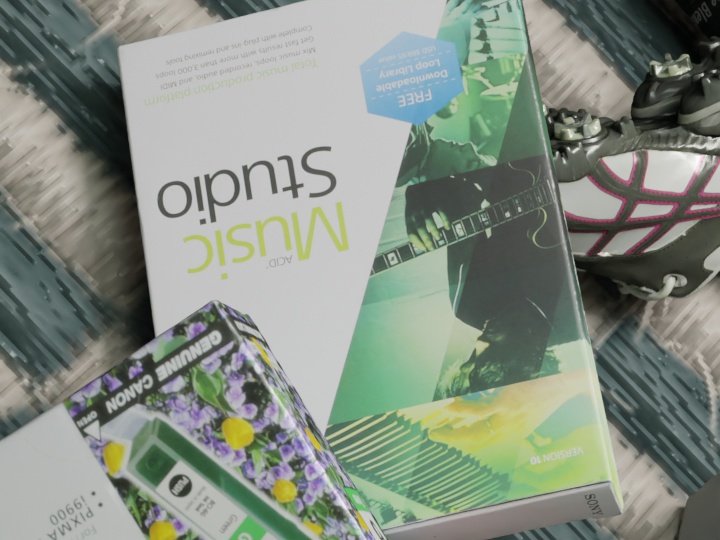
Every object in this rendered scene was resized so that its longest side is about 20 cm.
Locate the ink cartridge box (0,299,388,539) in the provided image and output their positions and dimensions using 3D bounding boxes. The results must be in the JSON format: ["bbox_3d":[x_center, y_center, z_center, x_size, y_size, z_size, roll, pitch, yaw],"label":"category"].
[{"bbox_3d":[-0.033,0.122,0.864,0.109,0.050,0.200,-33,79,3],"label":"ink cartridge box"}]

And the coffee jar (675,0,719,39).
[{"bbox_3d":[0.203,-0.085,1.096,0.085,0.104,0.200,-31,80,-33],"label":"coffee jar"}]

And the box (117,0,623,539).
[{"bbox_3d":[0.000,0.000,0.941,0.144,0.036,0.200,-13,67,8],"label":"box"}]

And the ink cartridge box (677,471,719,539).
[{"bbox_3d":[0.172,0.173,0.953,0.145,0.088,0.200,26,57,-13],"label":"ink cartridge box"}]

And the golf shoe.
[{"bbox_3d":[0.089,-0.023,1.021,0.200,0.077,0.088,-17,108,-15],"label":"golf shoe"}]
